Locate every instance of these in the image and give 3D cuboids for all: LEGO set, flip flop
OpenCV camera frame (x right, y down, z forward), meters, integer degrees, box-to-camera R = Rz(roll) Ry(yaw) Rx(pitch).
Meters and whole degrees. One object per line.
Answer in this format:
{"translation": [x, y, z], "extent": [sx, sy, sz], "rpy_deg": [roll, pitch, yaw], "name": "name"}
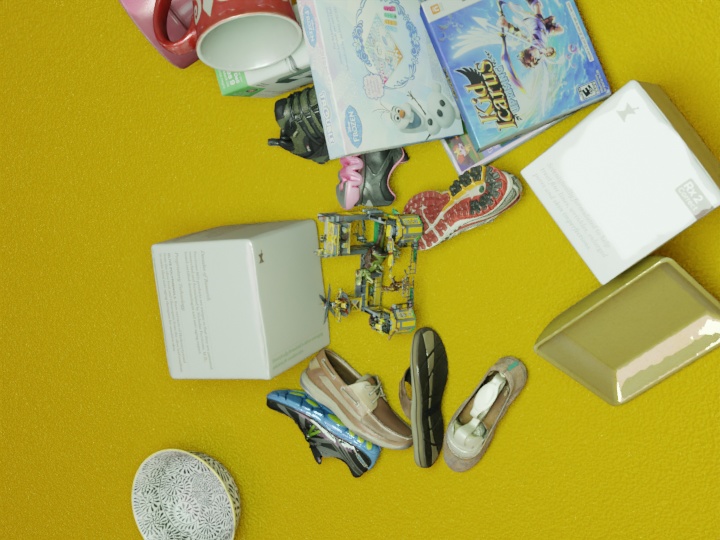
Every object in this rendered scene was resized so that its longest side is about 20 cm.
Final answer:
{"translation": [0.000, 0.000, 1.296], "extent": [0.154, 0.115, 0.202], "rpy_deg": [36, 125, 51], "name": "LEGO set"}
{"translation": [0.083, 0.181, 1.337], "extent": [0.057, 0.081, 0.202], "rpy_deg": [6, 102, 36], "name": "flip flop"}

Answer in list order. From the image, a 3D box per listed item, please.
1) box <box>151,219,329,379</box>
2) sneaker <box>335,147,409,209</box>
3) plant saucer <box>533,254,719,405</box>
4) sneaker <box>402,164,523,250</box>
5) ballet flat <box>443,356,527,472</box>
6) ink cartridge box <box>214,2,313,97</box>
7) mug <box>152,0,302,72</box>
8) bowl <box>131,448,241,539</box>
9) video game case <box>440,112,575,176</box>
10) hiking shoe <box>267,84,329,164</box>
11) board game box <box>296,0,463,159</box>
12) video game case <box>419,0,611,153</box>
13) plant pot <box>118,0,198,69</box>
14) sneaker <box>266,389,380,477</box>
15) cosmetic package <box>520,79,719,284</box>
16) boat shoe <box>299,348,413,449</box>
{"translation": [-0.167, 0.038, 1.360], "extent": [0.170, 0.199, 0.202], "rpy_deg": [-3, 99, 25], "name": "box"}
{"translation": [0.023, -0.181, 1.314], "extent": [0.095, 0.079, 0.202], "rpy_deg": [7, 92, -12], "name": "sneaker"}
{"translation": [0.340, 0.068, 1.162], "extent": [0.200, 0.200, 0.049], "rpy_deg": [-38, 39, 25], "name": "plant saucer"}
{"translation": [0.135, -0.078, 1.267], "extent": [0.199, 0.082, 0.078], "rpy_deg": [-22, 73, 44], "name": "sneaker"}
{"translation": [0.161, 0.205, 1.307], "extent": [0.068, 0.067, 0.201], "rpy_deg": [33, 111, 21], "name": "ballet flat"}
{"translation": [-0.085, -0.307, 1.292], "extent": [0.199, 0.146, 0.085], "rpy_deg": [-13, 92, 27], "name": "ink cartridge box"}
{"translation": [-0.177, -0.369, 1.172], "extent": [0.176, 0.134, 0.202], "rpy_deg": [-8, 75, -13], "name": "mug"}
{"translation": [-0.264, 0.374, 1.521], "extent": [0.199, 0.094, 0.203], "rpy_deg": [4, 100, 25], "name": "bowl"}
{"translation": [0.165, -0.255, 1.253], "extent": [0.182, 0.022, 0.201], "rpy_deg": [-29, 87, 26], "name": "video game case"}
{"translation": [-0.065, -0.215, 1.279], "extent": [0.200, 0.100, 0.076], "rpy_deg": [123, 147, -53], "name": "hiking shoe"}
{"translation": [0.029, -0.257, 1.197], "extent": [0.043, 0.198, 0.202], "rpy_deg": [-6, 97, 54], "name": "board game box"}
{"translation": [0.193, -0.276, 1.182], "extent": [0.180, 0.045, 0.201], "rpy_deg": [-23, 88, 2], "name": "video game case"}
{"translation": [-0.240, -0.420, 1.332], "extent": [0.178, 0.200, 0.201], "rpy_deg": [-33, 84, 11], "name": "plant pot"}
{"translation": [-0.066, 0.245, 1.418], "extent": [0.199, 0.071, 0.083], "rpy_deg": [31, 104, 14], "name": "sneaker"}
{"translation": [0.320, -0.108, 1.105], "extent": [0.165, 0.200, 0.165], "rpy_deg": [-39, 81, 25], "name": "cosmetic package"}
{"translation": [0.000, 0.188, 1.378], "extent": [0.199, 0.076, 0.072], "rpy_deg": [34, 109, 15], "name": "boat shoe"}
